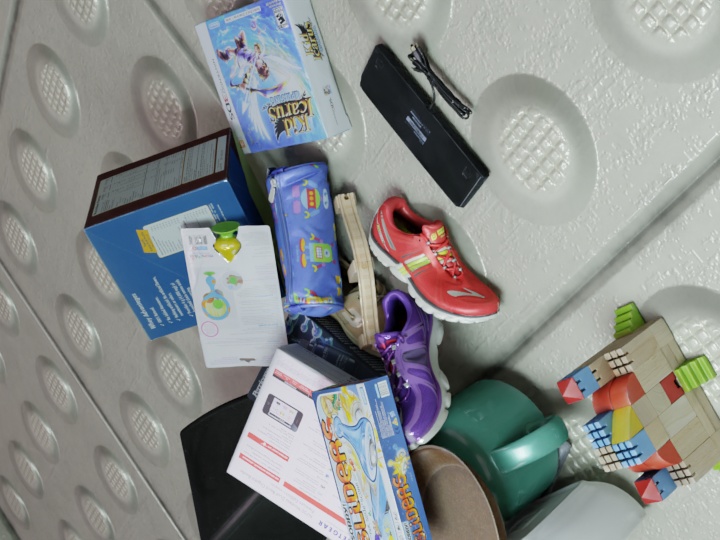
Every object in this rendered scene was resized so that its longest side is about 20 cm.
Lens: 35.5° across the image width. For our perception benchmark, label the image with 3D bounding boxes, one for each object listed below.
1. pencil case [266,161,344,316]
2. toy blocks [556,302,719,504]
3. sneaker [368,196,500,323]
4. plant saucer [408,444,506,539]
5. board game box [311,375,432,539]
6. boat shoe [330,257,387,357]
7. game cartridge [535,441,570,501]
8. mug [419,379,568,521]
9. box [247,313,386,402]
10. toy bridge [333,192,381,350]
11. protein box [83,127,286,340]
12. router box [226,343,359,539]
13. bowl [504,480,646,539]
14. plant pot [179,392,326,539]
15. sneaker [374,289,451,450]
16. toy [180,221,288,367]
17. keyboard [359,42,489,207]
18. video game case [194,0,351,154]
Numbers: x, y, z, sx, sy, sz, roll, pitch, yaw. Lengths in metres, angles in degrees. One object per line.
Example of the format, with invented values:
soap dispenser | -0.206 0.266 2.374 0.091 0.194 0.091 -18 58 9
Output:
pencil case | -0.071 -0.041 1.419 0.078 0.087 0.201 -16 79 49
toy blocks | 0.281 0.147 1.114 0.100 0.136 0.201 -31 88 54
sneaker | 0.084 -0.014 1.308 0.200 0.077 0.085 40 134 27
plant saucer | 0.101 0.288 1.223 0.200 0.037 0.201 12 105 55
board game box | 0.012 0.224 1.263 0.135 0.034 0.201 -21 84 61
boat shoe | 0.004 0.045 1.444 0.200 0.071 0.065 34 136 34
game cartridge | 0.177 0.238 1.388 0.133 0.041 0.201 45 141 29
mug | 0.138 0.207 1.289 0.152 0.114 0.186 41 139 27
box | -0.026 0.159 1.470 0.200 0.107 0.149 37 108 34
toy bridge | 0.000 0.000 1.383 0.067 0.027 0.201 120 140 -75
protein box | -0.226 -0.046 1.490 0.135 0.199 0.199 -95 -16 -54
router box | -0.045 0.215 1.374 0.200 0.049 0.180 29 105 20
bowl | 0.203 0.312 1.261 0.075 0.200 0.200 55 142 6
plant pot | -0.119 0.274 1.616 0.178 0.199 0.201 -49 47 39
sneaker | 0.047 0.111 1.283 0.080 0.083 0.201 -31 45 31
toy | -0.154 0.028 1.434 0.115 0.047 0.201 -2 120 10
keyboard | 0.077 -0.176 1.257 0.200 0.021 0.127 52 149 12
video game case | -0.114 -0.247 1.423 0.200 0.045 0.182 -2 111 51
